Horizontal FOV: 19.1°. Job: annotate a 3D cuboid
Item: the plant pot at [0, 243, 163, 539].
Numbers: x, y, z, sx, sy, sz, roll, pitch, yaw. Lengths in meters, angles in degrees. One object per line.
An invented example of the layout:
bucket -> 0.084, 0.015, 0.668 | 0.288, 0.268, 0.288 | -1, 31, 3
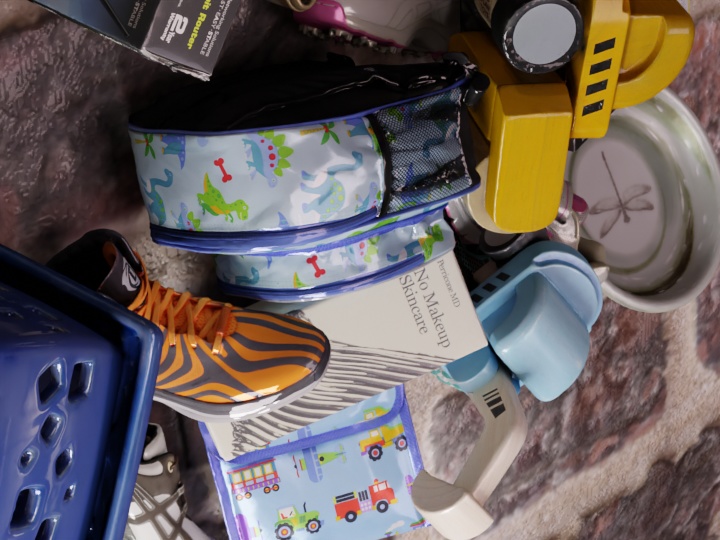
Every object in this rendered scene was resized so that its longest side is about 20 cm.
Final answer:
plant pot -> -0.238, 0.090, 1.267 | 0.179, 0.199, 0.201 | -10, 118, -52

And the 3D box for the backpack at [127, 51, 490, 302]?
backpack -> -0.040, -0.058, 1.394 | 0.199, 0.183, 0.148 | -15, 103, -38

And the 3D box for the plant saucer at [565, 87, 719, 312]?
plant saucer -> 0.216, -0.062, 1.753 | 0.199, 0.050, 0.201 | 10, 74, -37

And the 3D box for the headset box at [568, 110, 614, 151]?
headset box -> 0.160, -0.214, 1.596 | 0.149, 0.077, 0.201 | -45, 140, -46

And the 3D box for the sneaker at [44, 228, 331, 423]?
sneaker -> -0.123, 0.033, 1.358 | 0.112, 0.199, 0.078 | 73, 22, -47

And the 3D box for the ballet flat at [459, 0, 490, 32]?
ballet flat -> 0.104, -0.182, 1.503 | 0.066, 0.057, 0.201 | -44, 132, -42

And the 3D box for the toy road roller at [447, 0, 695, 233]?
toy road roller -> 0.139, -0.131, 1.445 | 0.145, 0.123, 0.201 | -2, 121, -16

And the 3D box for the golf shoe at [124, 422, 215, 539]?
golf shoe -> -0.146, 0.160, 1.492 | 0.095, 0.078, 0.200 | -60, 142, -5

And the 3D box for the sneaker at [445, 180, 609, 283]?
sneaker -> 0.123, -0.049, 1.627 | 0.088, 0.082, 0.200 | -27, 124, 18

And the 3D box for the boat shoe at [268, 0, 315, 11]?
boat shoe -> -0.037, -0.271, 1.383 | 0.073, 0.063, 0.202 | -3, 113, -47

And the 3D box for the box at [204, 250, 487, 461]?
box -> -0.021, 0.049, 1.459 | 0.199, 0.068, 0.083 | -25, 104, -4

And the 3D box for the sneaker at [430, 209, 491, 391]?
sneaker -> 0.080, 0.024, 1.666 | 0.091, 0.077, 0.200 | -56, 137, -23

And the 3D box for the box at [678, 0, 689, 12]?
box -> 0.197, -0.233, 1.524 | 0.117, 0.048, 0.201 | -41, 140, -49

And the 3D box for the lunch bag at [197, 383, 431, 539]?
lunch bag -> -0.042, 0.098, 1.538 | 0.150, 0.094, 0.201 | -15, 115, -5

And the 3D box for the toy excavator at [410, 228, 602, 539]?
toy excavator -> 0.100, 0.074, 1.524 | 0.194, 0.200, 0.100 | -39, 121, 7

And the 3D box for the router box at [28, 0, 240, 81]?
router box -> -0.117, -0.230, 1.249 | 0.062, 0.150, 0.201 | 15, 99, -49

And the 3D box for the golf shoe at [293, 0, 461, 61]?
golf shoe -> 0.023, -0.196, 1.495 | 0.200, 0.075, 0.092 | -2, 104, -56
